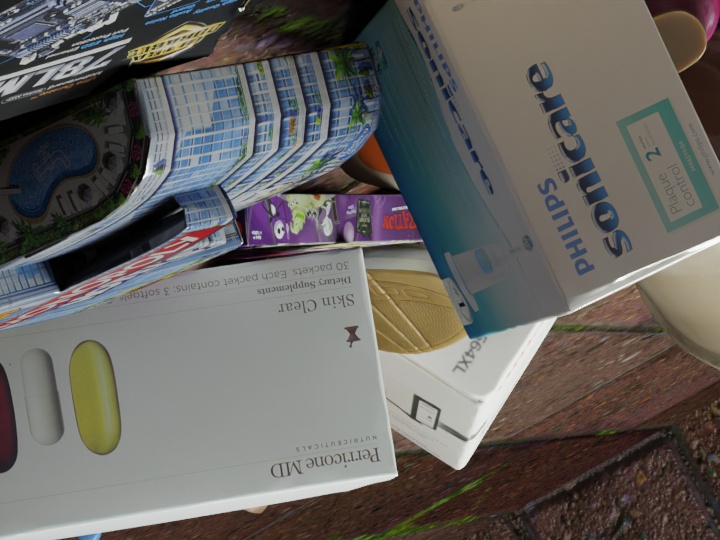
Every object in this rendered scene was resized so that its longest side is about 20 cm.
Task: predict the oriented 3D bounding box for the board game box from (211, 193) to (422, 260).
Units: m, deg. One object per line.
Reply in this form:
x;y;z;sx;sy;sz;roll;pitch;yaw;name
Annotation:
-0.054;-0.020;1.184;0.119;0.032;0.200;0;-179;28;board game box

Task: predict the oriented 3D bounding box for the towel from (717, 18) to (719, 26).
0.237;-0.150;1.372;0.144;0.024;0.200;-30;168;20;towel

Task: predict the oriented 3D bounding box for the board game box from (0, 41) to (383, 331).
-0.117;-0.020;0.959;0.199;0.062;0.200;-21;178;37;board game box

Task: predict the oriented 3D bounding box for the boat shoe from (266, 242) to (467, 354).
0.000;0.000;1.321;0.200;0.071;0.069;-4;-134;50;boat shoe

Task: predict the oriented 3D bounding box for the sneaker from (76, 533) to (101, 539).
-0.150;0.111;1.474;0.200;0.079;0.066;-36;176;6;sneaker

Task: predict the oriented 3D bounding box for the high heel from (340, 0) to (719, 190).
0.084;-0.097;1.212;0.199;0.068;0.096;-16;-160;17;high heel

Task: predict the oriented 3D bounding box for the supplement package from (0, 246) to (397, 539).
-0.099;0.066;1.189;0.199;0.112;0.156;-9;174;-11;supplement package

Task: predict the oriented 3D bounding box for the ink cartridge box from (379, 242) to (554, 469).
0.070;0.021;1.457;0.146;0.084;0.200;-56;173;-14;ink cartridge box

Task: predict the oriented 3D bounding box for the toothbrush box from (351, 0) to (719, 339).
0.070;-0.057;1.033;0.085;0.147;0.200;-25;178;-9;toothbrush box

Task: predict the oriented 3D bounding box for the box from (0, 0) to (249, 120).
-0.104;-0.106;0.777;0.199;0.050;0.198;-20;167;-30;box

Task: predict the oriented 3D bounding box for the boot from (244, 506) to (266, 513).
-0.042;0.048;1.489;0.155;0.073;0.200;-59;-161;9;boot

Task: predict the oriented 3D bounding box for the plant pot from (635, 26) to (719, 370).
0.201;-0.050;1.300;0.200;0.201;0.173;-32;150;25;plant pot
